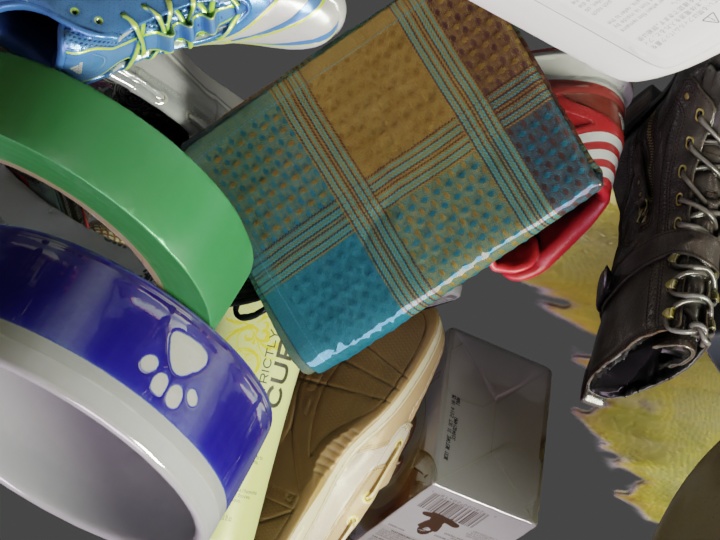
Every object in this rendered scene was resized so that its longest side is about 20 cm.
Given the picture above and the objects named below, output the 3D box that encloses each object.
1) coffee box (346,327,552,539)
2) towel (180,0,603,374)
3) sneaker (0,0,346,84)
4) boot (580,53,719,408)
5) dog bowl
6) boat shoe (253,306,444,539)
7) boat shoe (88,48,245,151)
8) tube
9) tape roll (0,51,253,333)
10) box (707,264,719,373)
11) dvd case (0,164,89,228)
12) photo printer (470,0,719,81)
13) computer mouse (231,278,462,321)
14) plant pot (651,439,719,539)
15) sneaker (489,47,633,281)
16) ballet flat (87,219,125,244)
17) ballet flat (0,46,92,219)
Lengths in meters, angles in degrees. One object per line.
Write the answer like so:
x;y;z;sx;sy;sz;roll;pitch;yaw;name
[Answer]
0.034;0.137;1.696;0.080;0.115;0.200;23;145;-20;coffee box
0.014;-0.053;1.377;0.200;0.147;0.022;-33;169;24;towel
-0.110;-0.127;1.355;0.200;0.105;0.076;14;146;-4;sneaker
0.176;-0.033;1.354;0.069;0.174;0.200;20;145;-14;boot
-0.150;0.065;1.419;0.200;0.079;0.200;26;156;12;dog bowl
-0.011;0.107;1.615;0.074;0.200;0.069;30;170;38;boat shoe
-0.103;-0.076;1.460;0.072;0.069;0.200;-9;142;26;boat shoe
-0.067;0.060;1.558;0.052;0.200;0.058;10;176;45;tube
-0.153;-0.033;1.386;0.200;0.048;0.201;25;155;12;tape roll
0.302;0.021;1.463;0.200;0.104;0.148;-7;143;25;box
-0.224;-0.074;1.476;0.146;0.022;0.200;24;154;16;dvd case
0.120;-0.173;1.258;0.200;0.070;0.166;25;143;-22;photo printer
0.000;0.000;1.514;0.109;0.044;0.200;-17;172;16;computer mouse
0.250;0.147;1.447;0.200;0.135;0.200;7;147;4;plant pot
0.043;-0.052;1.413;0.200;0.116;0.078;-10;140;26;sneaker
-0.093;0.019;1.617;0.065;0.071;0.200;-31;137;10;ballet flat
-0.199;-0.101;1.480;0.067;0.046;0.200;10;147;42;ballet flat
